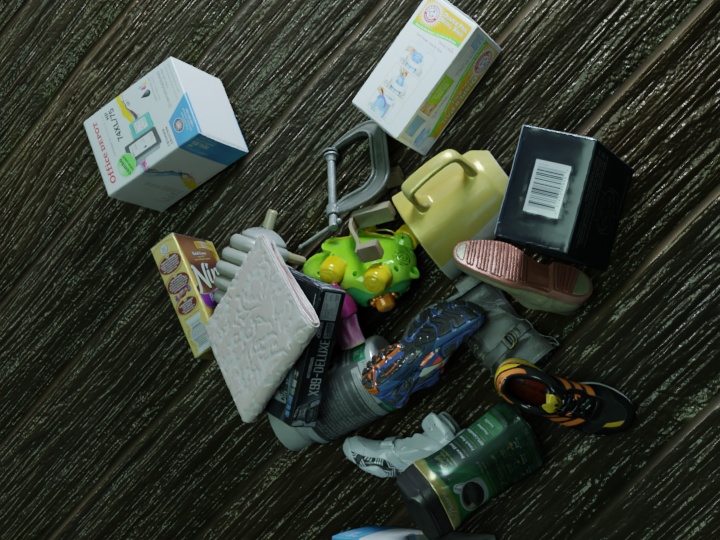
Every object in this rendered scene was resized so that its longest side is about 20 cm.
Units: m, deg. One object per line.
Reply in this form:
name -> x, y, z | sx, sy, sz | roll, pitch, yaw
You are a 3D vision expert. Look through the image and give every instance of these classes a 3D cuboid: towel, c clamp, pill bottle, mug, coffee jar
towel -> -0.145, 0.083, 1.583 | 0.201, 0.032, 0.192 | -56, 45, 28
c clamp -> -0.026, -0.144, 1.687 | 0.169, 0.027, 0.202 | -25, 43, 29
pill bottle -> -0.034, 0.188, 1.646 | 0.198, 0.113, 0.115 | -28, 72, 20
mug -> 0.145, -0.090, 1.560 | 0.152, 0.187, 0.150 | -37, 88, 9
coffee jar -> 0.148, 0.275, 1.505 | 0.198, 0.105, 0.085 | -32, 33, -11

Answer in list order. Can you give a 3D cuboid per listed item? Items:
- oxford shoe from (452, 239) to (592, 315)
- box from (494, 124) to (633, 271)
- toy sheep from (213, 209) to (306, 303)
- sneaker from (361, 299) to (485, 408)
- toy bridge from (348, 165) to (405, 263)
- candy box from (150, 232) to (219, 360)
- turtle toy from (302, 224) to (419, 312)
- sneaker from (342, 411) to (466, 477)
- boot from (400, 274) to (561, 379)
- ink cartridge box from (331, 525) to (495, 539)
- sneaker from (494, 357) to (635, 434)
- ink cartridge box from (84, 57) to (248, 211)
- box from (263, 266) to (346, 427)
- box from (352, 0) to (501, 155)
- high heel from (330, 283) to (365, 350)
oxford shoe -> 0.216, 0.018, 1.523 | 0.197, 0.074, 0.071 | 20, 51, 1
box -> 0.275, -0.093, 1.473 | 0.106, 0.199, 0.151 | 15, 90, 28
toy sheep -> -0.162, 0.004, 1.716 | 0.136, 0.137, 0.203 | 13, 88, 27
sneaker -> 0.094, 0.116, 1.546 | 0.199, 0.079, 0.076 | -36, 35, 1
toy bridge -> 0.018, -0.083, 1.635 | 0.066, 0.027, 0.201 | -15, 35, 26
candy box -> -0.252, 0.043, 1.773 | 0.056, 0.116, 0.202 | -34, 71, 19
turtle toy -> 0.000, 0.000, 1.649 | 0.197, 0.146, 0.102 | 8, 127, 27
sneaker -> 0.075, 0.253, 1.606 | 0.197, 0.075, 0.117 | 19, 92, 22
boot -> 0.167, 0.111, 1.578 | 0.200, 0.069, 0.175 | -42, 69, 17
ink cartridge box -> 0.076, 0.444, 1.539 | 0.197, 0.146, 0.149 | -2, 83, 26
sneaker -> 0.272, 0.179, 1.479 | 0.197, 0.090, 0.071 | 19, 100, 8
ink cartridge box -> -0.321, -0.219, 1.814 | 0.198, 0.146, 0.148 | -31, 71, 21
box -> -0.104, 0.104, 1.593 | 0.157, 0.049, 0.203 | 22, 101, 49
box -> 0.100, -0.290, 1.635 | 0.101, 0.112, 0.201 | 42, 102, 26
high heel -> -0.064, 0.076, 1.654 | 0.199, 0.067, 0.097 | -15, 99, 65
